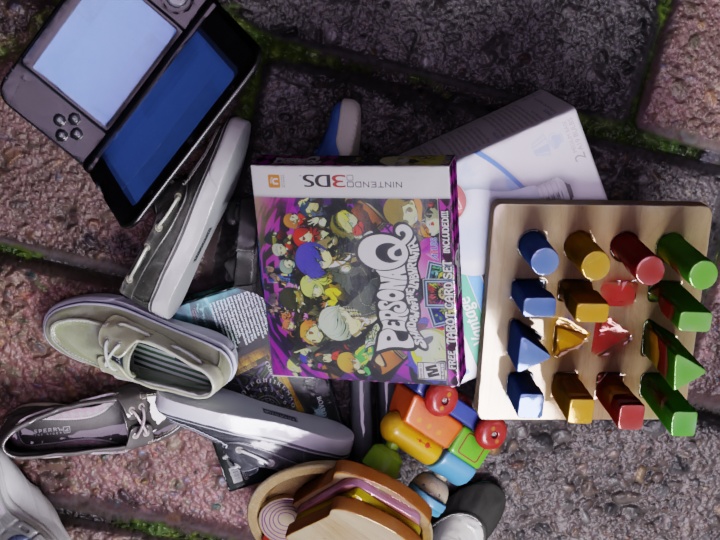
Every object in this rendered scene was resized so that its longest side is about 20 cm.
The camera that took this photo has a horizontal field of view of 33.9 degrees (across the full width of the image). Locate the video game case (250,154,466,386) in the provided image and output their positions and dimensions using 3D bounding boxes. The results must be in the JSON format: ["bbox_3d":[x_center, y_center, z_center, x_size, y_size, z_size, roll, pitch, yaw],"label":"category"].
[{"bbox_3d":[0.000,0.000,1.035,0.178,0.036,0.204,2,111,17],"label":"video game case"}]

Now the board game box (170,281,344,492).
[{"bbox_3d":[-0.098,0.107,1.177,0.133,0.028,0.203,-16,104,0],"label":"board game box"}]

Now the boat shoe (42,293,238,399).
[{"bbox_3d":[-0.215,0.071,1.124,0.196,0.062,0.073,11,110,9],"label":"boat shoe"}]

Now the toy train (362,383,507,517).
[{"bbox_3d":[0.038,0.146,1.128,0.199,0.084,0.117,35,86,-28],"label":"toy train"}]

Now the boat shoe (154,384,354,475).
[{"bbox_3d":[-0.107,0.163,1.143,0.197,0.072,0.069,16,101,-14],"label":"boat shoe"}]

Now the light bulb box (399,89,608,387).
[{"bbox_3d":[0.128,-0.033,1.107,0.197,0.125,0.201,-24,105,2],"label":"light bulb box"}]

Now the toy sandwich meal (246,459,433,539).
[{"bbox_3d":[-0.018,0.257,1.125,0.201,0.071,0.208,5,132,6],"label":"toy sandwich meal"}]

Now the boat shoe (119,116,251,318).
[{"bbox_3d":[-0.166,-0.057,1.108,0.063,0.071,0.202,26,94,4],"label":"boat shoe"}]

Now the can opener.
[{"bbox_3d":[0.012,0.173,1.189,0.052,0.066,0.204,-3,96,-9],"label":"can opener"}]

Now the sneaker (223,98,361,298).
[{"bbox_3d":[-0.069,-0.071,1.108,0.109,0.077,0.204,15,93,5],"label":"sneaker"}]

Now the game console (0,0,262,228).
[{"bbox_3d":[-0.209,-0.175,1.053,0.175,0.117,0.201,39,98,-12],"label":"game console"}]

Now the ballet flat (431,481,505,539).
[{"bbox_3d":[0.072,0.296,1.216,0.199,0.069,0.068,-37,108,6],"label":"ballet flat"}]

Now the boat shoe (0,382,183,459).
[{"bbox_3d":[-0.256,0.154,1.164,0.196,0.057,0.068,-9,105,-1],"label":"boat shoe"}]

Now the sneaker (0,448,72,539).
[{"bbox_3d":[-0.353,0.230,1.171,0.074,0.087,0.201,-36,86,8],"label":"sneaker"}]

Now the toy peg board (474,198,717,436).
[{"bbox_3d":[0.210,0.049,1.022,0.195,0.098,0.204,1,107,-7],"label":"toy peg board"}]
